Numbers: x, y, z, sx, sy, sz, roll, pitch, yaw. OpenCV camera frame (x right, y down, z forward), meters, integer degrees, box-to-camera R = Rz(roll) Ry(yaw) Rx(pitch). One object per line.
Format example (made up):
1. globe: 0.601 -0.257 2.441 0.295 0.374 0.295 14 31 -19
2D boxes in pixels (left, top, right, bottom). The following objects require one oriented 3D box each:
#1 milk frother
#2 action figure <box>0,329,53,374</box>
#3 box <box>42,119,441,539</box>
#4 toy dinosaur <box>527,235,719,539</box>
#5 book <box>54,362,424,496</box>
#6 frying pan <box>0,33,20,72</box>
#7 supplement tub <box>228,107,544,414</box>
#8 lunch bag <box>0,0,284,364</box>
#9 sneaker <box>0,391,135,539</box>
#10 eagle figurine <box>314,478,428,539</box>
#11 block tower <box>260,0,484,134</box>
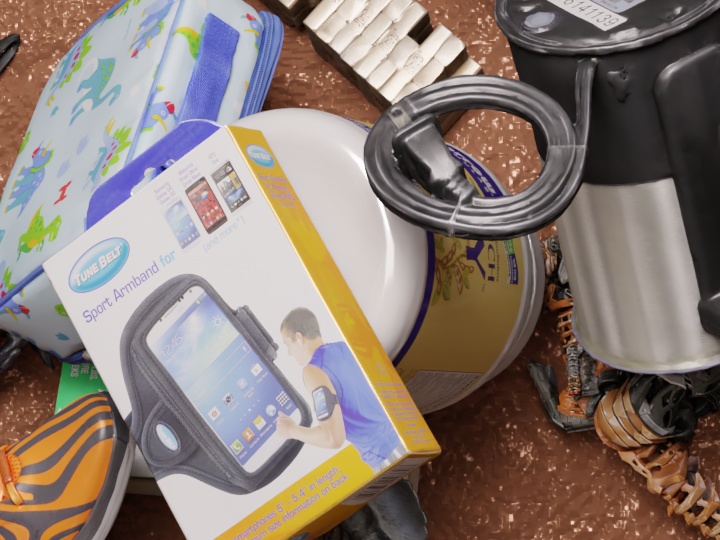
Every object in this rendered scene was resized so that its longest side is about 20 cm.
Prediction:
1. milk frother: 0.107 -0.031 1.251 0.199 0.189 0.181 -19 32 -3
2. action figure: -0.247 0.033 1.452 0.102 0.200 0.119 -22 100 39
3. box: -0.062 0.029 1.218 0.119 0.041 0.200 -36 76 20
4. toy dinosaur: 0.166 0.060 1.412 0.135 0.102 0.200 -32 91 15
5. book: -0.064 0.059 1.459 0.199 0.048 0.134 3 71 10
6. frying pan: -0.265 -0.075 1.483 0.031 0.115 0.191 24 80 21
7. supplement tub: 0.000 0.000 1.323 0.145 0.200 0.146 -1 87 25
8. lunch bag: -0.121 -0.056 1.413 0.082 0.161 0.201 31 52 -23
9. sneaker: -0.207 0.128 1.383 0.200 0.112 0.078 -48 40 25
10. eagle figurine: -0.029 0.162 1.374 0.152 0.151 0.200 -41 63 -18
11. block tower: -0.019 -0.157 1.498 0.200 0.054 0.058 42 84 15
